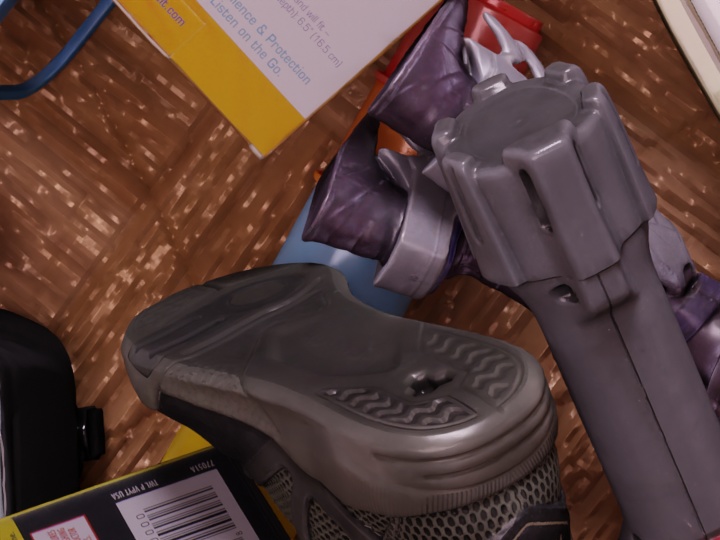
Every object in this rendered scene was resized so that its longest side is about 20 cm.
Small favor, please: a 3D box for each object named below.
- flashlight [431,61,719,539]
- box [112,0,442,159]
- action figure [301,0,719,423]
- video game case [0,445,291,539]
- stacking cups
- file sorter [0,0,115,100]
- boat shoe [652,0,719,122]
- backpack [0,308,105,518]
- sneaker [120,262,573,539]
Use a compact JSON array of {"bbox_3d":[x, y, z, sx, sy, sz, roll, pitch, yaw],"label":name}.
[{"bbox_3d":[0.078,0.037,0.730,0.068,0.068,0.200,-7,120,36],"label":"flashlight"},{"bbox_3d":[0.004,-0.143,0.755,0.200,0.041,0.119,-42,115,2],"label":"box"},{"bbox_3d":[0.086,0.005,0.786,0.200,0.069,0.130,35,135,-4],"label":"action figure"},{"bbox_3d":[-0.075,0.151,0.725,0.180,0.026,0.200,-18,51,-23],"label":"video game case"},{"bbox_3d":[0.000,0.000,0.848,0.060,0.060,0.200,31,99,10],"label":"stacking cups"},{"bbox_3d":[-0.156,-0.165,0.843,0.200,0.123,0.139,41,101,7],"label":"file sorter"},{"bbox_3d":[0.156,-0.042,0.806,0.068,0.075,0.200,-34,96,11],"label":"boat shoe"},{"bbox_3d":[-0.201,0.102,0.862,0.199,0.151,0.178,-2,94,18],"label":"backpack"},{"bbox_3d":[-0.004,0.064,0.758,0.076,0.199,0.115,-27,115,-26],"label":"sneaker"}]
